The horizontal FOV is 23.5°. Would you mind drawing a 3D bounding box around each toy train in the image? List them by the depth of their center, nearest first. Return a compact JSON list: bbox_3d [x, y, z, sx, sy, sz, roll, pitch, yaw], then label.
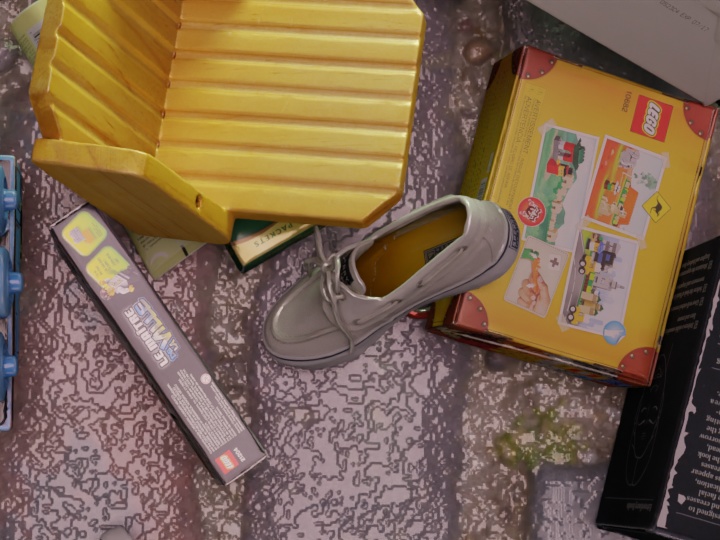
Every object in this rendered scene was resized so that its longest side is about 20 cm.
[{"bbox_3d":[-0.259,0.012,1.133,0.086,0.114,0.202,-1,83,-4],"label":"toy train"}]

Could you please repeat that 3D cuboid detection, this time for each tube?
[{"bbox_3d":[-0.169,-0.095,1.188,0.052,0.058,0.201,-31,87,-14],"label":"tube"}]

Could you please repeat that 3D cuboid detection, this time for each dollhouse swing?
[{"bbox_3d":[-0.076,-0.133,1.086,0.175,0.182,0.202,1,71,25],"label":"dollhouse swing"}]

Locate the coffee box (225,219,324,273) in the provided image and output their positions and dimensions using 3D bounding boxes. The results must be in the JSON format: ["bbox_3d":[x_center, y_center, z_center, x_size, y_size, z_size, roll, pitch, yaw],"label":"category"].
[{"bbox_3d":[-0.079,-0.114,1.204,0.122,0.044,0.201,-28,88,-9],"label":"coffee box"}]

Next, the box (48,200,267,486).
[{"bbox_3d":[-0.134,0.051,1.146,0.035,0.110,0.201,-34,89,-10],"label":"box"}]

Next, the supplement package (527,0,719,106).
[{"bbox_3d":[0.209,-0.255,1.135,0.191,0.147,0.201,23,51,-37],"label":"supplement package"}]

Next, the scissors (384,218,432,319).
[{"bbox_3d":[0.100,-0.040,1.237,0.199,0.014,0.073,-32,89,-11],"label":"scissors"}]

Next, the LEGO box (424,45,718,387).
[{"bbox_3d":[0.146,-0.035,1.199,0.148,0.077,0.201,17,83,-11],"label":"LEGO box"}]

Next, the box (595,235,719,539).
[{"bbox_3d":[0.247,0.092,1.170,0.106,0.148,0.201,17,82,-5],"label":"box"}]

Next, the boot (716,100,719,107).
[{"bbox_3d":[0.301,-0.207,1.258,0.164,0.066,0.201,25,86,-2],"label":"boot"}]

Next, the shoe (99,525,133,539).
[{"bbox_3d":[-0.146,0.275,1.139,0.091,0.071,0.201,-28,92,-15],"label":"shoe"}]

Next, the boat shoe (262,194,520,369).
[{"bbox_3d":[0.001,0.004,1.136,0.201,0.086,0.075,-23,62,28],"label":"boat shoe"}]
